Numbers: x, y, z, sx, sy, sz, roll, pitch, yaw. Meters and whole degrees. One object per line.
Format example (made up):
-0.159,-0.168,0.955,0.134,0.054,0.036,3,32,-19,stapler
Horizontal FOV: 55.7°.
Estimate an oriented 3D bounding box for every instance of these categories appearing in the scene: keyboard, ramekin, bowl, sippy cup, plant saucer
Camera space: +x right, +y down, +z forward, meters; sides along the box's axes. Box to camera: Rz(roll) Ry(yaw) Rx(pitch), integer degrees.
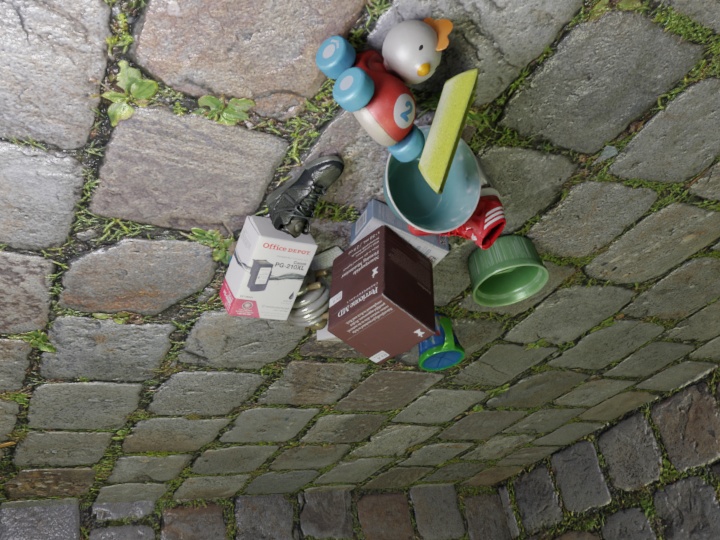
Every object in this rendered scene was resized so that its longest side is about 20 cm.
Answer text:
-0.128,-0.006,1.620,0.198,0.011,0.056,-23,147,16,keyboard
0.366,-0.001,1.723,0.196,0.099,0.201,-9,149,-5,ramekin
0.122,-0.166,1.309,0.197,0.205,0.105,-1,175,-19,bowl
0.221,0.201,1.961,0.177,0.132,0.139,-34,144,32,sippy cup
0.145,-0.234,1.154,0.047,0.203,0.200,18,-172,6,plant saucer

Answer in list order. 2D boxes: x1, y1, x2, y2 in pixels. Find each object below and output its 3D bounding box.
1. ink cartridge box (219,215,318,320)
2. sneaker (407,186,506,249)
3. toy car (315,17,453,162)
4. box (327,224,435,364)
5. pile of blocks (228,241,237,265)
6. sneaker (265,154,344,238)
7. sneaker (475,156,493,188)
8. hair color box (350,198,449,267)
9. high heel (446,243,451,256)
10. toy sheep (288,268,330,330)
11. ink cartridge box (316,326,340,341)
-0.198,-0.003,1.456,0.143,0.085,0.202,8,119,-34,ink cartridge box
0.196,-0.091,1.368,0.197,0.117,0.079,-21,139,10,sneaker
0.068,-0.313,1.064,0.199,0.178,0.184,-39,139,17,toy car
0.046,0.052,1.434,0.165,0.202,0.164,-33,125,32,box
-0.254,0.014,1.550,0.081,0.063,0.201,-19,146,10,pile of blocks
-0.101,-0.136,1.325,0.198,0.116,0.076,-32,146,26,sneaker
0.228,-0.155,1.452,0.113,0.076,0.200,-22,142,16,sneaker
0.086,-0.069,1.497,0.198,0.061,0.099,23,134,-21,hair color box
0.115,-0.004,1.648,0.141,0.072,0.201,8,130,-36,high heel
-0.128,0.057,1.593,0.136,0.139,0.202,-17,118,8,toy sheep
-0.002,0.143,1.793,0.197,0.086,0.146,6,167,-28,ink cartridge box
